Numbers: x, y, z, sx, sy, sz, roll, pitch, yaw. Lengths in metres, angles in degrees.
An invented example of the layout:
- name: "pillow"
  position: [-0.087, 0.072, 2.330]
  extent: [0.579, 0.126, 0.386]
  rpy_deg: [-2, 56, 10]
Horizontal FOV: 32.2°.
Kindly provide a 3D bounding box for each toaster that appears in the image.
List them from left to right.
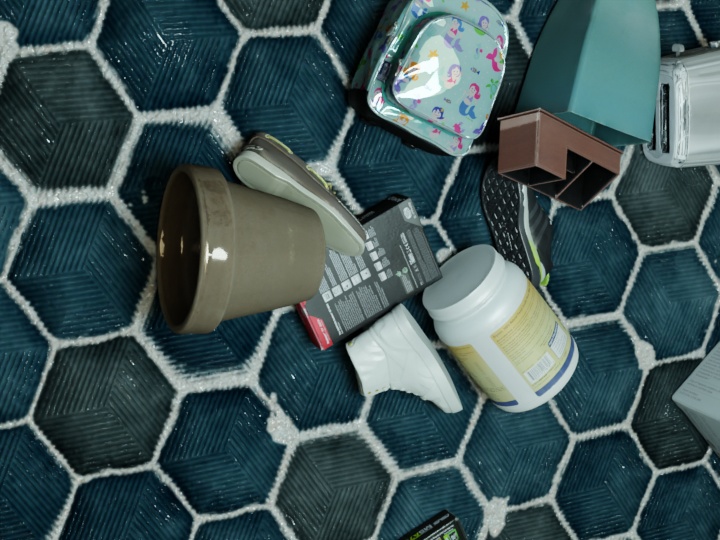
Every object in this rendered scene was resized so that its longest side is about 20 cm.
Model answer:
- name: "toaster"
  position: [0.479, -0.225, 1.786]
  extent: [0.127, 0.114, 0.203]
  rpy_deg: [-8, 105, -18]

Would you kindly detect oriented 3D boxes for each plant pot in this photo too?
- name: "plant pot"
  position: [-0.139, -0.025, 1.495]
  extent: [0.172, 0.200, 0.203]
  rpy_deg: [1, 99, -24]
- name: "plant pot"
  position: [0.319, -0.286, 1.693]
  extent: [0.140, 0.141, 0.203]
  rpy_deg: [15, 85, -25]

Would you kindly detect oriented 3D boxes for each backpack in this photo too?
- name: "backpack"
  position: [0.098, -0.266, 1.593]
  extent: [0.176, 0.150, 0.202]
  rpy_deg: [25, 84, -24]

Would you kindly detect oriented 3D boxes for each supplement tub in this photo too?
- name: "supplement tub"
  position: [0.188, 0.078, 1.690]
  extent: [0.144, 0.144, 0.200]
  rpy_deg: [-45, 114, -10]

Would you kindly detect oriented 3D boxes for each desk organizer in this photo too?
- name: "desk organizer"
  position: [0.271, -0.147, 1.684]
  extent: [0.199, 0.071, 0.078]
  rpy_deg: [18, 72, -43]

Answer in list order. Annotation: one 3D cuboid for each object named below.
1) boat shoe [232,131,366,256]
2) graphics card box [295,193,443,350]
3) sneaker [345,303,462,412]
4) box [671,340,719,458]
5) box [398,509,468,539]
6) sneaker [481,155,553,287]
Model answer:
- name: "boat shoe"
  position: [-0.067, -0.097, 1.570]
  extent: [0.199, 0.072, 0.060]
  rpy_deg: [37, 54, -9]
- name: "graphics card box"
  position: [0.000, 0.000, 1.644]
  extent: [0.199, 0.051, 0.127]
  rpy_deg: [-31, 110, -15]
- name: "sneaker"
  position: [0.054, 0.142, 1.693]
  extent: [0.115, 0.074, 0.201]
  rpy_deg: [-31, 124, 6]
- name: "box"
  position: [0.624, 0.218, 1.881]
  extent: [0.171, 0.200, 0.199]
  rpy_deg: [-46, 113, -8]
- name: "box"
  position: [0.085, 0.473, 1.771]
  extent: [0.198, 0.047, 0.195]
  rpy_deg: [-29, 107, -16]
- name: "sneaker"
  position: [0.225, -0.071, 1.736]
  extent: [0.082, 0.071, 0.203]
  rpy_deg: [-26, 112, -43]
